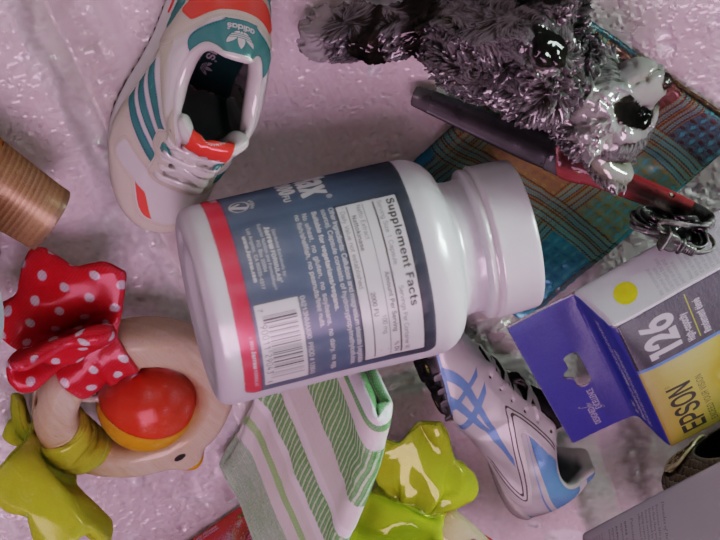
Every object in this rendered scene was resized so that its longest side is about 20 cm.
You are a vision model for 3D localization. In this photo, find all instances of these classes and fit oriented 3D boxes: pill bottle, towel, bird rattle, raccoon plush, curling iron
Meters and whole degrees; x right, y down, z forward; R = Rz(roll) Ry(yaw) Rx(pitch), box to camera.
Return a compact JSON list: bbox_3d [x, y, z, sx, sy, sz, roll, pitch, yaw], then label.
[{"bbox_3d":[0.000,0.000,1.454,0.199,0.120,0.120,-13,134,-9],"label":"pill bottle"},{"bbox_3d":[-0.036,0.109,1.571,0.023,0.153,0.201,-2,135,-27],"label":"towel"},{"bbox_3d":[0.050,0.170,1.652,0.200,0.163,0.113,33,82,-39],"label":"bird rattle"},{"bbox_3d":[0.115,-0.057,1.513,0.146,0.022,0.200,30,124,-29],"label":"towel"},{"bbox_3d":[0.079,-0.111,1.425,0.199,0.097,0.134,5,138,32],"label":"raccoon plush"},{"bbox_3d":[-0.161,0.073,1.576,0.162,0.113,0.201,-1,125,-23],"label":"bird rattle"},{"bbox_3d":[0.119,-0.063,1.446,0.199,0.050,0.026,29,114,12],"label":"curling iron"}]

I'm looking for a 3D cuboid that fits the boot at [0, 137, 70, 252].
[{"bbox_3d":[-0.279,-0.027,1.489,0.144,0.071,0.201,31,127,-18],"label":"boot"}]

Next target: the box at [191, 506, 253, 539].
[{"bbox_3d":[-0.090,0.247,1.728,0.200,0.100,0.095,-36,126,26],"label":"box"}]

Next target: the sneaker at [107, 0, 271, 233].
[{"bbox_3d":[-0.100,-0.082,1.423,0.070,0.094,0.200,13,131,-16],"label":"sneaker"}]

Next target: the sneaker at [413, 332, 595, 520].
[{"bbox_3d":[0.089,0.085,1.617,0.072,0.072,0.200,-33,129,4],"label":"sneaker"}]

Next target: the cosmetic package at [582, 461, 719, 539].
[{"bbox_3d":[0.244,0.181,1.600,0.112,0.082,0.200,8,152,-30],"label":"cosmetic package"}]

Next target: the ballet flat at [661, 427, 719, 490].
[{"bbox_3d":[0.265,0.101,1.605,0.046,0.067,0.200,50,139,-11],"label":"ballet flat"}]

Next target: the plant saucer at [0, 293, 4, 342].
[{"bbox_3d":[-0.299,-0.004,1.448,0.200,0.039,0.202,22,139,21],"label":"plant saucer"}]

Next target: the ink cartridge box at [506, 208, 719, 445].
[{"bbox_3d":[0.206,0.039,1.529,0.199,0.047,0.198,-31,150,2],"label":"ink cartridge box"}]
